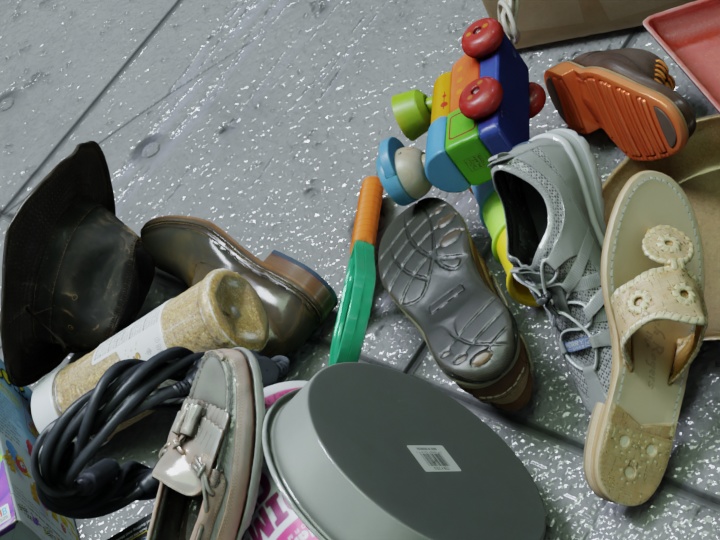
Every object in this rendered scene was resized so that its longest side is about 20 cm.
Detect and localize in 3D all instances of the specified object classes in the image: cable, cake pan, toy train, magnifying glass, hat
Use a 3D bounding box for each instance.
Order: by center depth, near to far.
[{"bbox_3d":[0.034,0.127,0.915,0.037,0.198,0.201,-57,40,23],"label":"cake pan"},{"bbox_3d":[-0.147,0.113,1.016,0.163,0.198,0.051,-50,63,39],"label":"cable"},{"bbox_3d":[0.074,-0.138,1.129,0.115,0.085,0.202,-22,39,25],"label":"toy train"},{"bbox_3d":[0.000,0.000,1.129,0.022,0.080,0.201,13,42,-6],"label":"magnifying glass"},{"bbox_3d":[-0.208,0.007,1.157,0.080,0.202,0.202,18,61,13],"label":"hat"}]

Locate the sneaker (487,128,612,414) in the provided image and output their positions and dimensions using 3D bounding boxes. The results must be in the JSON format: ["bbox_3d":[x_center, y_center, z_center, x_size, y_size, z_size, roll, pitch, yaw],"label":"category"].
[{"bbox_3d":[0.131,0.009,0.986,0.075,0.081,0.203,-30,75,51],"label":"sneaker"}]

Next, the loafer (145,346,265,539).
[{"bbox_3d":[-0.105,0.147,0.926,0.072,0.062,0.203,7,89,57],"label":"loafer"}]

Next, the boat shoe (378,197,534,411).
[{"bbox_3d":[0.069,0.028,1.059,0.075,0.074,0.201,-32,39,9],"label":"boat shoe"}]

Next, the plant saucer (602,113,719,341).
[{"bbox_3d":[0.255,-0.025,1.030,0.198,0.036,0.202,-14,48,16],"label":"plant saucer"}]

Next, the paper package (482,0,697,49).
[{"bbox_3d":[0.200,-0.295,1.239,0.197,0.104,0.192,-8,48,23],"label":"paper package"}]

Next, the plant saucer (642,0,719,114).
[{"bbox_3d":[0.332,-0.150,1.062,0.197,0.037,0.200,-18,39,-5],"label":"plant saucer"}]

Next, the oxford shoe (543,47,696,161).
[{"bbox_3d":[0.202,-0.135,1.091,0.072,0.072,0.200,-29,23,-6],"label":"oxford shoe"}]

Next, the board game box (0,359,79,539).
[{"bbox_3d":[-0.289,0.164,1.109,0.102,0.105,0.201,-31,45,2],"label":"board game box"}]

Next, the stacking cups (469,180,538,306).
[{"bbox_3d":[0.107,-0.063,1.121,0.060,0.061,0.201,-26,46,5],"label":"stacking cups"}]

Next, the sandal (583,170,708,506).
[{"bbox_3d":[0.192,0.043,0.925,0.070,0.077,0.215,178,102,-70],"label":"sandal"}]

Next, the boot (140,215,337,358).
[{"bbox_3d":[-0.122,0.022,1.162,0.198,0.075,0.097,18,60,35],"label":"boot"}]

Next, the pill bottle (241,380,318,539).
[{"bbox_3d":[-0.018,0.175,0.951,0.113,0.114,0.200,-34,45,-3],"label":"pill bottle"}]

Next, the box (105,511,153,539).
[{"bbox_3d":[-0.164,0.277,0.990,0.198,0.048,0.194,-30,44,2],"label":"box"}]

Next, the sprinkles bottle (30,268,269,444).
[{"bbox_3d":[-0.159,0.071,1.102,0.199,0.068,0.069,-31,41,30],"label":"sprinkles bottle"}]
